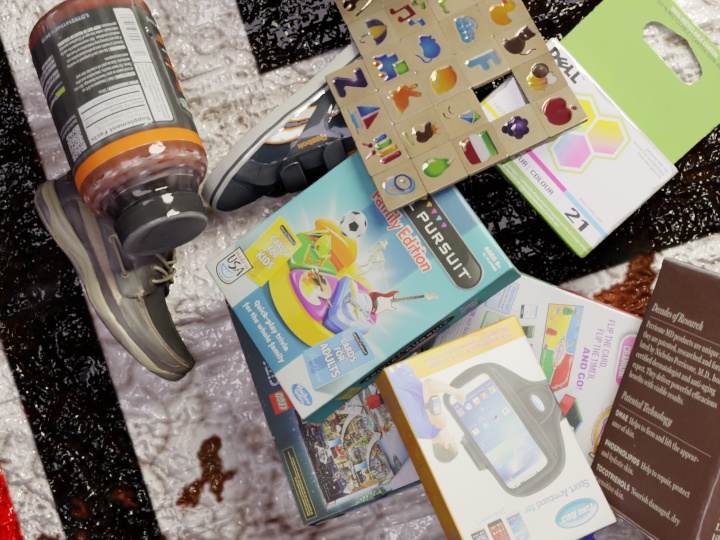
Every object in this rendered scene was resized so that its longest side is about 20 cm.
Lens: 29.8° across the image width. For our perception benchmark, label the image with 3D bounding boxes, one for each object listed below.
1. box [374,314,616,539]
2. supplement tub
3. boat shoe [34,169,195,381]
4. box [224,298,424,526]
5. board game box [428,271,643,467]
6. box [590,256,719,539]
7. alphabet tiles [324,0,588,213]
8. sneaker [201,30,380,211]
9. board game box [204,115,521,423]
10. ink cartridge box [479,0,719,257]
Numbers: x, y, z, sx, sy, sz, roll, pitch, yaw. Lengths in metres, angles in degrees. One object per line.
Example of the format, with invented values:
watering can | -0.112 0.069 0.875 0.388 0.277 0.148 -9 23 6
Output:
box | 0.106 0.146 1.029 0.119 0.041 0.200 -21 74 -18
supplement tub | -0.187 -0.114 1.082 0.107 0.107 0.200 -23 74 5
boat shoe | -0.191 -0.002 1.123 0.073 0.074 0.200 -34 90 5
box | -0.014 0.089 1.098 0.136 0.038 0.200 -23 75 12
board game box | 0.153 0.089 1.112 0.200 0.040 0.153 21 93 4
box | 0.300 0.117 1.015 0.166 0.164 0.200 17 94 -19
alphabet tiles | 0.059 -0.161 1.060 0.167 0.008 0.200 -25 65 1
sneaker | -0.036 -0.103 1.104 0.200 0.078 0.079 -41 82 3
board game box | 0.000 0.000 1.064 0.200 0.047 0.151 -37 74 7
ink cartridge box | 0.200 -0.131 1.084 0.200 0.076 0.148 -43 88 6
